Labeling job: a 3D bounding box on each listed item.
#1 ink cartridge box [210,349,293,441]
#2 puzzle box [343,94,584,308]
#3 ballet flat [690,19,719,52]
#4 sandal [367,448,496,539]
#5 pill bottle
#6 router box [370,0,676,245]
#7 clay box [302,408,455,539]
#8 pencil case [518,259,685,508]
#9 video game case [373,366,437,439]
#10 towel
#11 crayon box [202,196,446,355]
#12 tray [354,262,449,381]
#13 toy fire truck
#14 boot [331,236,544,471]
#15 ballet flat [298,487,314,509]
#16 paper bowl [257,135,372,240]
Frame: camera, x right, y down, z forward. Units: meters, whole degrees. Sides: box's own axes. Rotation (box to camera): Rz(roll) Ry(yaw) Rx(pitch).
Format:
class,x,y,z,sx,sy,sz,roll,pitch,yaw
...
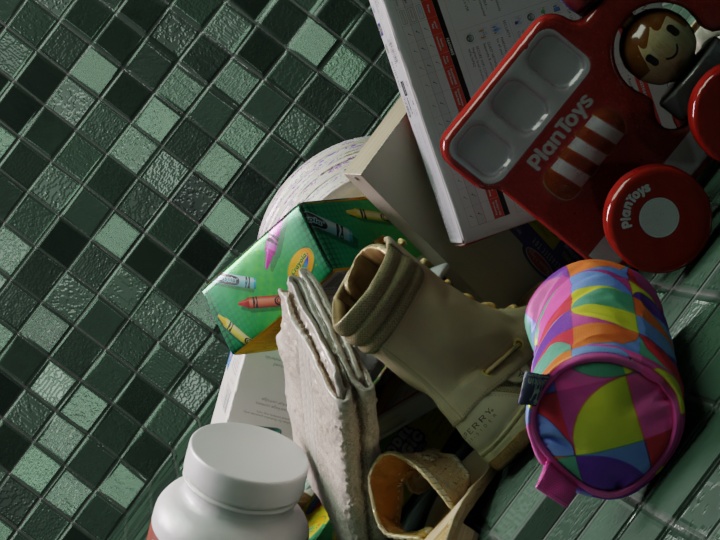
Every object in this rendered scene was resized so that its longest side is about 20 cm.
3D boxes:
class,x,y,z,sx,sy,sz,roll,pitch,yaw
ink cartridge box,-0.083,0.145,1.689,0.116,0.067,0.201,-122,47,-80
puzzle box,0.093,-0.052,1.569,0.133,0.200,0.025,-53,27,-17
ballet flat,0.233,-0.140,1.562,0.200,0.070,0.065,-53,-31,7
sandal,0.037,0.144,1.432,0.078,0.070,0.212,-50,6,20
pill bottle,-0.098,0.213,1.566,0.112,0.112,0.200,-67,-8,-68
router box,0.116,-0.139,1.492,0.179,0.200,0.049,-19,2,-6
clay box,-0.005,0.175,1.676,0.200,0.048,0.115,-53,7,-30
pencil case,0.127,0.056,1.206,0.088,0.088,0.200,-51,4,16
video game case,0.040,0.073,1.673,0.200,0.017,0.143,-35,17,53
towel,-0.019,0.107,1.510,0.133,0.034,0.200,-118,16,-45
crayon box,0.000,0.000,1.612,0.200,0.058,0.119,-6,-26,-48
tray,0.007,0.062,1.602,0.107,0.022,0.200,-52,-4,-23
toy fire truck,0.168,-0.104,1.400,0.200,0.168,0.112,-52,6,8
boot,0.064,0.030,1.480,0.073,0.155,0.200,-49,6,32
ballet flat,-0.046,0.208,1.821,0.072,0.068,0.200,-34,-4,-18
paper bowl,0.017,-0.009,1.963,0.201,0.200,0.104,-51,38,12
